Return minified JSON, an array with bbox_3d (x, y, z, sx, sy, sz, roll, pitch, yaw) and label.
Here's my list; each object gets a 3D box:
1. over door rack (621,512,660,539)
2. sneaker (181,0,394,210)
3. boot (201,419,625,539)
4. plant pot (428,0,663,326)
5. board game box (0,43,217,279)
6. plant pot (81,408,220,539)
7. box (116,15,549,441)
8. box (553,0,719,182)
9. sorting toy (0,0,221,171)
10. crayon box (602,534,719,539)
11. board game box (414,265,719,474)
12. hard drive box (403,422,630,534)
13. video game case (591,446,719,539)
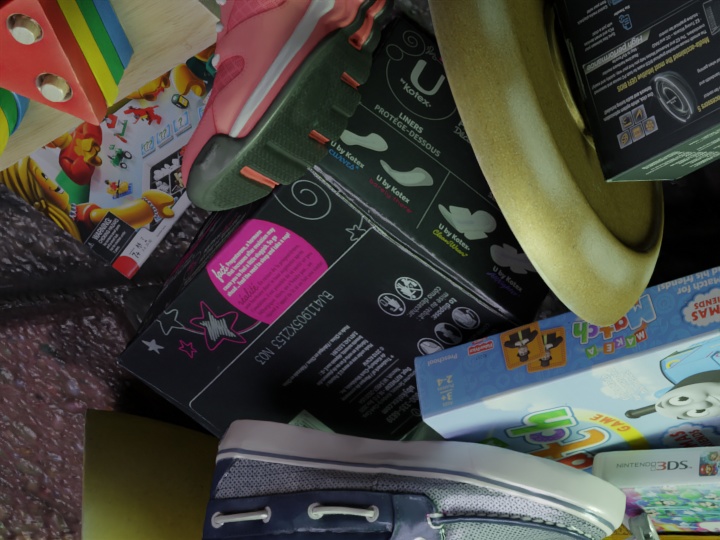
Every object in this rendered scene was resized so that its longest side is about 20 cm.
[{"bbox_3d":[0.086,0.210,1.281,0.147,0.200,0.067,-23,129,7],"label":"over door rack"},{"bbox_3d":[-0.032,-0.120,1.270,0.087,0.200,0.074,28,174,21],"label":"sneaker"},{"bbox_3d":[0.019,0.125,1.326,0.199,0.091,0.073,4,161,30],"label":"boot"},{"bbox_3d":[0.081,-0.076,1.222,0.027,0.200,0.200,-19,120,21],"label":"plant pot"},{"bbox_3d":[-0.117,-0.090,1.444,0.126,0.035,0.200,37,139,-4],"label":"board game box"},{"bbox_3d":[-0.077,0.173,1.585,0.141,0.200,0.200,0,136,-5],"label":"plant pot"},{"bbox_3d":[0.000,0.000,1.400,0.132,0.115,0.200,37,139,-8],"label":"box"},{"bbox_3d":[0.154,-0.142,1.148,0.200,0.043,0.161,-29,71,45],"label":"box"},{"bbox_3d":[-0.195,-0.124,1.358,0.199,0.070,0.200,40,140,-22],"label":"sorting toy"},{"bbox_3d":[0.147,0.185,1.356,0.199,0.119,0.058,-1,154,18],"label":"crayon box"},{"bbox_3d":[0.145,0.051,1.323,0.199,0.037,0.151,-17,152,20],"label":"board game box"},{"bbox_3d":[0.042,0.162,1.466,0.156,0.200,0.077,47,137,-17],"label":"hard drive box"},{"bbox_3d":[0.224,0.123,1.371,0.182,0.024,0.200,-4,154,24],"label":"video game case"}]
